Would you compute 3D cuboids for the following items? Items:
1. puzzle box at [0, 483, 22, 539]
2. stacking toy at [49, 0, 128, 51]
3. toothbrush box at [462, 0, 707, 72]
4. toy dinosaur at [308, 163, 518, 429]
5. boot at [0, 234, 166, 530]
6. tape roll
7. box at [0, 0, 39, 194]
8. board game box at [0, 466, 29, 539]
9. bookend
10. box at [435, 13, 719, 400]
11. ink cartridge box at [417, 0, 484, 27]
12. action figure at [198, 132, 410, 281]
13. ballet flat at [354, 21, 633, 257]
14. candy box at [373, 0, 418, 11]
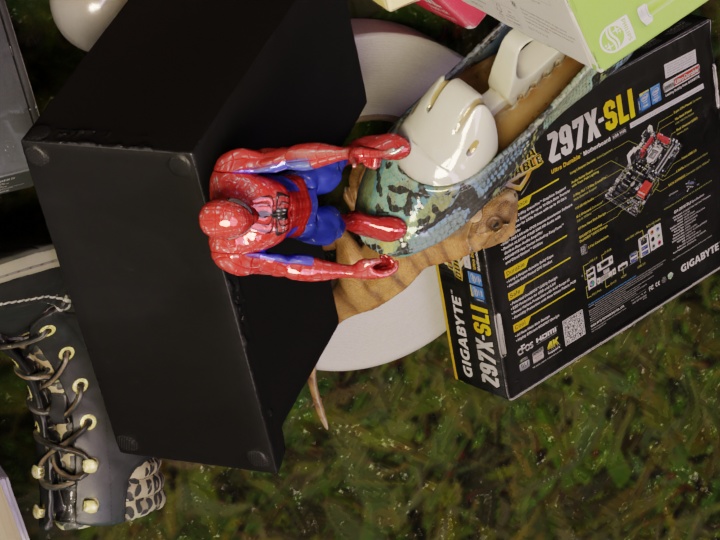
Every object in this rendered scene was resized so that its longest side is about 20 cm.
[{"bbox_3d":[-0.266,0.089,1.192,0.025,0.200,0.133,-48,132,-45],"label":"puzzle box"},{"bbox_3d":[-0.143,-0.192,1.190,0.146,0.146,0.200,-18,134,-19],"label":"stacking toy"},{"bbox_3d":[0.145,-0.201,1.182,0.200,0.146,0.086,-33,122,-11],"label":"toothbrush box"},{"bbox_3d":[0.000,0.000,1.302,0.060,0.106,0.200,-8,157,-45],"label":"toy dinosaur"},{"bbox_3d":[-0.156,0.059,1.220,0.204,0.073,0.154,-9,97,-67],"label":"boot"},{"bbox_3d":[-0.003,-0.041,1.350,0.202,0.037,0.203,-9,112,-22],"label":"tape roll"},{"bbox_3d":[-0.267,-0.097,1.151,0.200,0.044,0.161,-14,82,-20],"label":"box"},{"bbox_3d":[-0.192,0.173,1.288,0.035,0.126,0.200,-23,117,-16],"label":"board game box"},{"bbox_3d":[-0.065,-0.041,1.213,0.200,0.092,0.199,-61,148,-44],"label":"bookend"},{"bbox_3d":[0.128,-0.040,1.376,0.200,0.049,0.160,-30,121,-31],"label":"box"},{"bbox_3d":[0.021,-0.246,1.244,0.200,0.083,0.145,38,91,-33],"label":"ink cartridge box"},{"bbox_3d":[-0.004,-0.031,1.120,0.200,0.099,0.065,-15,107,-64],"label":"action figure"},{"bbox_3d":[0.068,-0.092,1.240,0.200,0.074,0.074,-47,123,-15],"label":"ballet flat"},{"bbox_3d":[0.018,-0.187,1.091,0.115,0.200,0.055,-25,120,-12],"label":"candy box"}]
